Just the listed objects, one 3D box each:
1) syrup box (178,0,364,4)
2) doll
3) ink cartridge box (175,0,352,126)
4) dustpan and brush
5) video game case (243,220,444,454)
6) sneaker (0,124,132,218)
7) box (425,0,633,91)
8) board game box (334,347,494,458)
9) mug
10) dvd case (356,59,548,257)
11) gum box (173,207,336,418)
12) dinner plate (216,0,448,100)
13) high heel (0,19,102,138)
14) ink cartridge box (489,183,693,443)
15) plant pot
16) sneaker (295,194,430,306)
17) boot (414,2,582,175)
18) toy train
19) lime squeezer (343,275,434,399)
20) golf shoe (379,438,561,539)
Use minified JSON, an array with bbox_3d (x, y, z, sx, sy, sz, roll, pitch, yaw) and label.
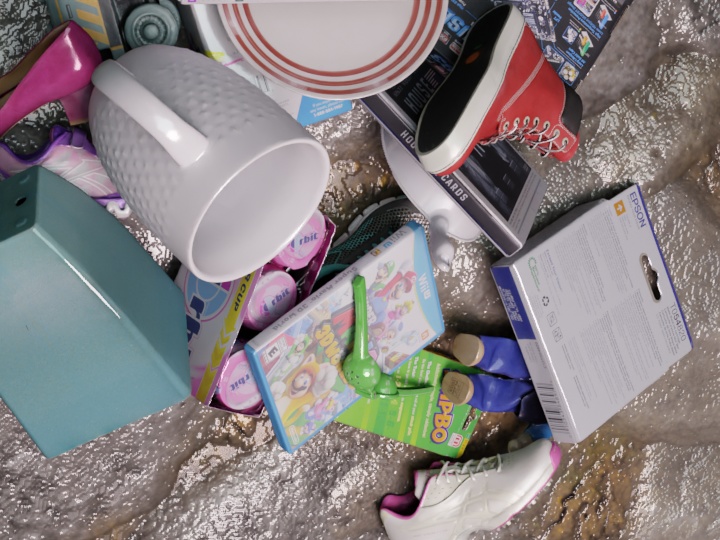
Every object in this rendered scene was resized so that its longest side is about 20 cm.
[{"bbox_3d":[-0.052,-0.269,1.119,0.200,0.081,0.079,-2,79,-10],"label":"syrup box"},{"bbox_3d":[0.174,0.121,1.391,0.200,0.048,0.137,14,92,-33],"label":"doll"},{"bbox_3d":[-0.095,-0.223,1.226,0.115,0.068,0.200,-21,108,-14],"label":"ink cartridge box"},{"bbox_3d":[0.073,-0.060,1.256,0.140,0.200,0.057,38,105,-22],"label":"dustpan and brush"},{"bbox_3d":[-0.009,0.061,1.256,0.200,0.018,0.143,-37,137,-22],"label":"video game case"},{"bbox_3d":[-0.239,-0.087,1.211,0.200,0.080,0.089,-8,97,-15],"label":"sneaker"},{"bbox_3d":[0.144,-0.256,1.288,0.200,0.050,0.199,36,81,-22],"label":"box"},{"bbox_3d":[0.037,0.117,1.356,0.200,0.030,0.096,22,96,-29],"label":"board game box"},{"bbox_3d":[-0.145,-0.107,1.109,0.148,0.175,0.200,-47,156,1],"label":"mug"},{"bbox_3d":[0.087,-0.117,1.250,0.025,0.150,0.200,-39,99,29],"label":"dvd case"},{"bbox_3d":[-0.108,0.016,1.246,0.066,0.113,0.200,17,98,-43],"label":"gum box"},{"bbox_3d":[-0.025,-0.240,1.172,0.200,0.024,0.200,1,82,-10],"label":"dinner plate"},{"bbox_3d":[-0.312,-0.152,1.150,0.200,0.067,0.096,-18,138,-2],"label":"high heel"},{"bbox_3d":[0.236,0.040,1.383,0.200,0.041,0.200,-30,106,-34],"label":"ink cartridge box"},{"bbox_3d":[-0.253,0.022,1.148,0.141,0.141,0.200,-24,128,8],"label":"plant pot"},{"bbox_3d":[0.000,0.000,1.296,0.200,0.091,0.078,-33,111,-8],"label":"sneaker"},{"bbox_3d":[0.132,-0.123,1.204,0.144,0.072,0.200,49,49,-23],"label":"boot"},{"bbox_3d":[-0.224,-0.253,1.176,0.114,0.085,0.200,-13,110,0],"label":"toy train"},{"bbox_3d":[0.015,0.088,1.268,0.200,0.038,0.071,56,41,-49],"label":"lime squeezer"},{"bbox_3d":[0.106,0.221,1.374,0.200,0.075,0.092,-38,99,13],"label":"golf shoe"}]
